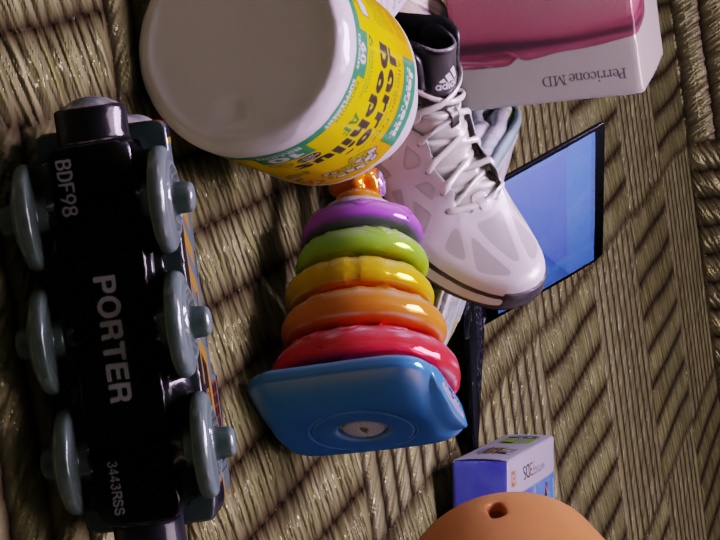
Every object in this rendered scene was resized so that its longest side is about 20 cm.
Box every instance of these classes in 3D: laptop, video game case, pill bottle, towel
[{"bbox_3d":[0.133,0.018,1.780,0.177,0.103,0.200,82,11,-54],"label":"laptop"},{"bbox_3d":[0.112,0.231,1.760,0.181,0.045,0.200,-7,96,-74],"label":"video game case"},{"bbox_3d":[-0.033,-0.104,1.244,0.200,0.113,0.113,18,67,-74],"label":"pill bottle"},{"bbox_3d":[0.055,-0.019,1.567,0.200,0.048,0.171,-55,164,-67],"label":"towel"}]

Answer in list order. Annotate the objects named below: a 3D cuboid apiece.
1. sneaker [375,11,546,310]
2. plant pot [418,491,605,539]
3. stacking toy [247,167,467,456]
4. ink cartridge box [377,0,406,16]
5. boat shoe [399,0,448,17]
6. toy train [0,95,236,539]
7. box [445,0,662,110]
[{"bbox_3d":[0.044,-0.073,1.387,0.201,0.076,0.115,48,-32,17],"label":"sneaker"},{"bbox_3d":[0.105,0.238,1.514,0.140,0.200,0.200,-103,179,-61],"label":"plant pot"},{"bbox_3d":[0.000,0.000,1.345,0.116,0.110,0.200,56,29,-60],"label":"stacking toy"},{"bbox_3d":[0.022,-0.255,1.359,0.200,0.084,0.145,-55,162,-27],"label":"ink cartridge box"},{"bbox_3d":[0.013,-0.158,1.533,0.200,0.072,0.065,32,66,-80],"label":"boat shoe"},{"bbox_3d":[-0.101,0.024,1.018,0.114,0.085,0.200,-57,138,-86],"label":"toy train"},{"bbox_3d":[0.121,-0.218,1.556,0.109,0.128,0.200,-55,137,-67],"label":"box"}]
